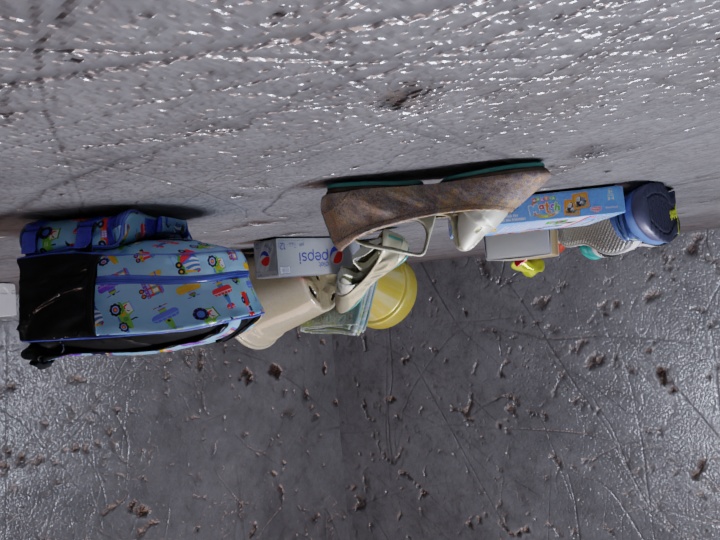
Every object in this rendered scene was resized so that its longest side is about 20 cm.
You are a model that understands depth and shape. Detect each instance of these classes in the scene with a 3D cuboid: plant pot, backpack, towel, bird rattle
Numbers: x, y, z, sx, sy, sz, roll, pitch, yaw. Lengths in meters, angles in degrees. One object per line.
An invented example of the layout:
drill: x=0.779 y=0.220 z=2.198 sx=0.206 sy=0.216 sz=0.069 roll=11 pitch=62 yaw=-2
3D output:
plant pot: x=0.019 y=0.031 z=1.419 sx=0.198 sy=0.204 sz=0.188 roll=-6 pitch=162 yaw=27
backpack: x=-0.200 y=0.014 z=0.556 sx=0.196 sy=0.137 sz=0.182 roll=-5 pitch=178 yaw=12
towel: x=-0.042 y=0.037 z=1.170 sx=0.169 sy=0.203 sz=0.048 roll=-5 pitch=152 yaw=42
bird rattle: x=0.404 y=-0.067 z=1.263 sx=0.161 sy=0.114 sz=0.200 roll=-17 pitch=164 yaw=6
plant pot: x=-0.150 y=0.038 z=1.120 sx=0.181 sy=0.204 sz=0.200 roll=-18 pitch=173 yaw=27

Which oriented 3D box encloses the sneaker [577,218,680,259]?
sneaker: x=0.510 y=-0.069 z=1.111 sx=0.197 sy=0.085 sz=0.121 roll=-13 pitch=-173 yaw=-13

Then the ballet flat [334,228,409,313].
ballet flat: x=0.000 y=0.000 z=0.977 sx=0.069 sy=0.070 sz=0.200 roll=-4 pitch=146 yaw=-52

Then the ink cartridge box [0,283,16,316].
ink cartridge box: x=-0.973 y=0.080 z=1.376 sx=0.196 sy=0.087 sz=0.148 roll=-4 pitch=178 yaw=-10

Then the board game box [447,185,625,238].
board game box: x=0.217 y=-0.072 z=0.740 sx=0.196 sy=0.037 sz=0.151 roll=-6 pitch=178 yaw=6

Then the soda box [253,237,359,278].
soda box: x=-0.089 y=-0.023 z=0.998 sx=0.068 sy=0.065 sz=0.198 roll=-6 pitch=179 yaw=43

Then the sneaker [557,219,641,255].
sneaker: x=0.426 y=-0.075 z=0.940 sx=0.112 sy=0.074 sz=0.200 roll=-9 pitch=-170 yaw=-10

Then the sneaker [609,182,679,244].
sneaker: x=0.362 y=-0.069 z=0.737 sx=0.081 sy=0.075 sz=0.199 roll=-4 pitch=179 yaw=35

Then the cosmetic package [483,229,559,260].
cosmetic package: x=0.269 y=-0.055 z=0.934 sx=0.104 sy=0.072 sz=0.199 roll=-6 pitch=179 yaw=24

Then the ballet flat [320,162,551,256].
ballet flat: x=0.065 y=-0.048 z=0.487 sx=0.196 sy=0.069 sz=0.068 roll=-6 pitch=179 yaw=5
